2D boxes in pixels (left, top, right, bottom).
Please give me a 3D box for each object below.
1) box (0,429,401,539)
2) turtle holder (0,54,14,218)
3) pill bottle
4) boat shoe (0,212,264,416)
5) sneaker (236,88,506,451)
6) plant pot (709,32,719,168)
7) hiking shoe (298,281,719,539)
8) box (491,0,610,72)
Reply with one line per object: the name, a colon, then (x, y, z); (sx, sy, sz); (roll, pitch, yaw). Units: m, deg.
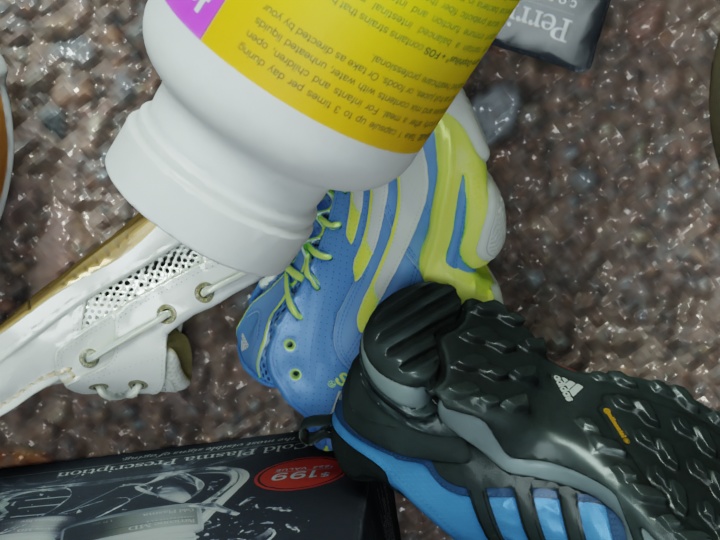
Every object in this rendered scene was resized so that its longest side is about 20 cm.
box: (-0.085, 0.147, 0.837); (0.200, 0.182, 0.104); (-8, 105, 5)
turtle holder: (-0.212, -0.060, 0.828); (0.141, 0.186, 0.132); (26, 108, -36)
pill bottle: (-0.003, -0.098, 0.683); (0.104, 0.104, 0.200); (32, 107, -5)
boat shoe: (-0.095, 0.024, 0.862); (0.200, 0.071, 0.069); (-36, 98, 11)
sneaker: (0.000, 0.000, 0.810); (0.105, 0.076, 0.200); (-19, 127, -10)
plant pot: (0.229, -0.045, 0.755); (0.187, 0.200, 0.188); (1, 106, 4)
hiking shoe: (0.081, 0.081, 0.793); (0.200, 0.074, 0.087); (32, 136, 1)
box: (0.019, -0.202, 0.770); (0.200, 0.124, 0.197); (16, 107, 0)
